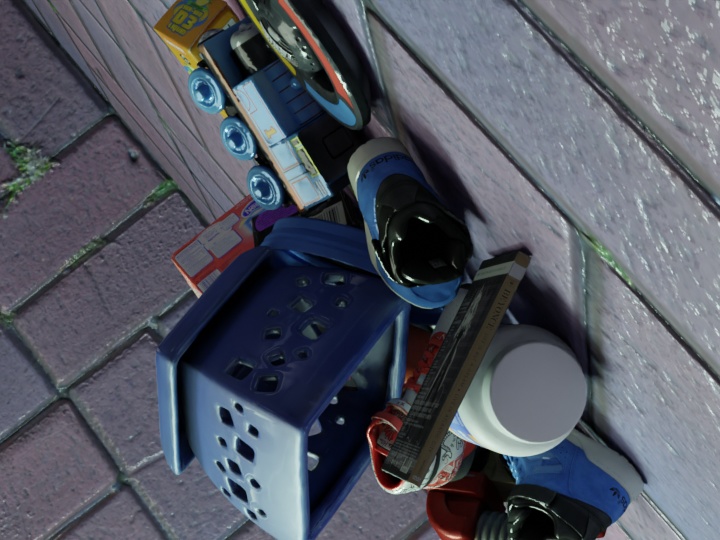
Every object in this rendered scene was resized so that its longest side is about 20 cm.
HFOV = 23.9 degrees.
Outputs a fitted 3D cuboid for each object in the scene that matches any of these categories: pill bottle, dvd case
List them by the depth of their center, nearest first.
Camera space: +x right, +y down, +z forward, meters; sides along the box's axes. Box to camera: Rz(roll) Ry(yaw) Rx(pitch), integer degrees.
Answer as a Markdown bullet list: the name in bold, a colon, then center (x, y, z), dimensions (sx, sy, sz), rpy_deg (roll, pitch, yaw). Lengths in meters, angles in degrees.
- **dvd case**: center (0.076, 0.080, 1.387), dimensions (0.016, 0.201, 0.149), rpy_deg (26, 174, -5)
- **pill bottle**: center (0.129, 0.101, 1.460), dimensions (0.112, 0.112, 0.200), rpy_deg (52, 173, -4)

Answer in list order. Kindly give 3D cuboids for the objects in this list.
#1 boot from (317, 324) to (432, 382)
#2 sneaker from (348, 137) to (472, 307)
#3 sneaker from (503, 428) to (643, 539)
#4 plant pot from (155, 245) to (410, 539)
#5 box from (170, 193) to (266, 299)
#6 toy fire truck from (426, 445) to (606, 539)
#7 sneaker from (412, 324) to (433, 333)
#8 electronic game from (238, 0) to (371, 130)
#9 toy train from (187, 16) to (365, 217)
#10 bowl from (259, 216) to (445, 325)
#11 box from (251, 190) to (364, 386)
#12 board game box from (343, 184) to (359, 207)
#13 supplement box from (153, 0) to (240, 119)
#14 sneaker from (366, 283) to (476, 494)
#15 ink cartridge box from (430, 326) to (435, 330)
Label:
- **boot**: center (0.012, 0.071, 1.698), dimensions (0.199, 0.075, 0.107), rpy_deg (18, 162, 9)
- **sneaker**: center (0.053, -0.010, 1.440), dimensions (0.200, 0.076, 0.111), rpy_deg (69, 176, -46)
- **sneaker**: center (0.155, 0.192, 1.588), dimensions (0.200, 0.111, 0.077), rpy_deg (29, 155, 38)
- **plant pot**: center (-0.078, 0.108, 1.589), dimensions (0.179, 0.200, 0.201), rpy_deg (23, 140, 18)
- **box**: center (-0.100, -0.025, 1.931), dimensions (0.103, 0.200, 0.095), rpy_deg (43, 169, 47)
- **toy fire truck**: center (0.150, 0.274, 1.671), dimensions (0.175, 0.201, 0.129), rpy_deg (3, 146, 27)
- **sneaker**: center (0.064, 0.112, 1.797), dimensions (0.200, 0.070, 0.082), rpy_deg (42, -156, -28)
- **electronic game**: center (-0.057, -0.200, 1.424), dimensions (0.200, 0.042, 0.200), rpy_deg (51, 173, 9)
- **toy train**: center (-0.077, -0.145, 1.583), dimensions (0.114, 0.087, 0.201), rpy_deg (-23, 101, 49)
- **bowl**: center (0.000, 0.000, 1.659), dimensions (0.200, 0.040, 0.201), rpy_deg (19, 168, 4)
- **box**: center (-0.018, 0.016, 1.833), dimensions (0.200, 0.122, 0.106), rpy_deg (56, -167, -34)
- **board game box**: center (0.003, -0.086, 1.668), dimensions (0.200, 0.032, 0.120), rpy_deg (50, 177, 12)
- **supplement box**: center (-0.124, -0.194, 1.701), dimensions (0.066, 0.069, 0.200), rpy_deg (33, 166, 40)
- **sneaker**: center (0.066, 0.115, 1.587), dimensions (0.067, 0.108, 0.202), rpy_deg (27, 116, 40)
- **ink cartridge box**: center (0.123, 0.083, 1.715), dimensions (0.095, 0.037, 0.200), rpy_deg (54, 175, -23)
